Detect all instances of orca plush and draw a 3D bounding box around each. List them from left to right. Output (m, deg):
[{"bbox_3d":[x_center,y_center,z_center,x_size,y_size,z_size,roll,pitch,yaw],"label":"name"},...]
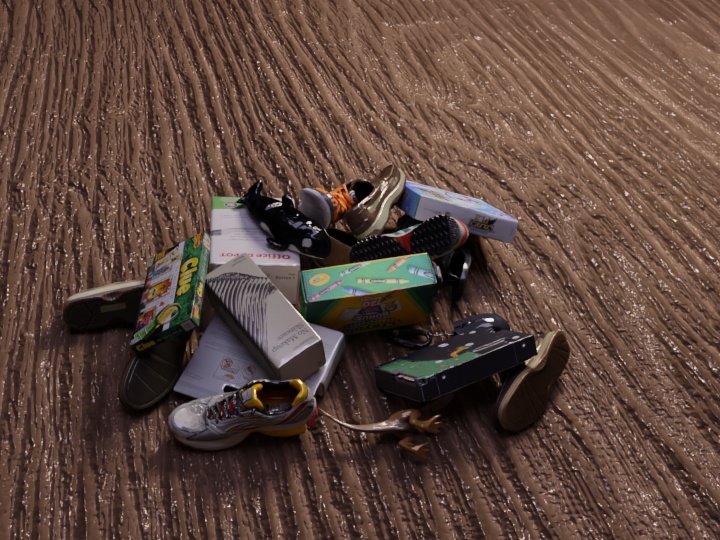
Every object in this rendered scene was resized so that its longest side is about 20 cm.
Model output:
[{"bbox_3d":[-0.118,-0.099,1.502,0.104,0.072,0.200,-11,42,-32],"label":"orca plush"}]

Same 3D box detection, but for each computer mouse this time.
[{"bbox_3d":[0.140,0.091,1.453,0.198,0.034,0.059,-5,38,-13],"label":"computer mouse"}]

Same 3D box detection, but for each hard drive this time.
[{"bbox_3d":[0.136,0.132,1.335,0.199,0.038,0.139,-17,9,-26],"label":"hard drive"}]

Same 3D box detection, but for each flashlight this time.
[{"bbox_3d":[0.093,-0.031,1.564,0.068,0.068,0.201,33,27,-25],"label":"flashlight"}]

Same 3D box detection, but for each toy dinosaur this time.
[{"bbox_3d":[0.053,0.213,1.271,0.198,0.061,0.106,-8,18,-31],"label":"toy dinosaur"}]

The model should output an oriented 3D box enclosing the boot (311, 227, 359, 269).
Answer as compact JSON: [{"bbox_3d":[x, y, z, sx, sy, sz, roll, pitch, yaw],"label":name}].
[{"bbox_3d":[0.000,0.000,1.523,0.199,0.076,0.073,32,39,27],"label":"boot"}]

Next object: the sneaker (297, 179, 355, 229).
[{"bbox_3d":[-0.043,-0.121,1.589,0.111,0.078,0.200,-27,4,-11],"label":"sneaker"}]

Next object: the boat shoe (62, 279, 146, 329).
[{"bbox_3d":[-0.355,0.041,1.432,0.198,0.072,0.076,-2,21,-13],"label":"boat shoe"}]

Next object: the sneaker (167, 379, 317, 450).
[{"bbox_3d":[-0.158,0.180,1.234,0.198,0.083,0.078,-11,53,-6],"label":"sneaker"}]

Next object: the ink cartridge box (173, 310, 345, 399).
[{"bbox_3d":[-0.143,0.141,1.342,0.198,0.044,0.174,16,55,14],"label":"ink cartridge box"}]

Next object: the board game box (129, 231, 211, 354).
[{"bbox_3d":[-0.269,0.028,1.334,0.104,0.024,0.201,-23,36,14],"label":"board game box"}]

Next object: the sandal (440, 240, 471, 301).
[{"bbox_3d":[0.154,-0.012,1.563,0.047,0.076,0.201,12,27,-2],"label":"sandal"}]

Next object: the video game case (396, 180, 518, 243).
[{"bbox_3d":[0.156,-0.108,1.619,0.180,0.046,0.200,12,11,-15],"label":"video game case"}]

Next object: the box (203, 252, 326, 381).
[{"bbox_3d":[-0.138,0.071,1.326,0.082,0.069,0.200,-33,58,-20],"label":"box"}]

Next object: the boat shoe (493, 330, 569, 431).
[{"bbox_3d":[0.236,0.159,1.358,0.072,0.073,0.200,-5,32,42],"label":"boat shoe"}]

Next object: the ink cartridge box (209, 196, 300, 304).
[{"bbox_3d":[-0.177,-0.036,1.537,0.145,0.085,0.201,1,37,-8],"label":"ink cartridge box"}]

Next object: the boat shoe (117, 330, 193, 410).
[{"bbox_3d":[-0.295,0.120,1.336,0.068,0.072,0.201,-20,33,41],"label":"boat shoe"}]

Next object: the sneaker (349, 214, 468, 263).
[{"bbox_3d":[0.081,-0.033,1.469,0.198,0.071,0.093,-20,-11,27],"label":"sneaker"}]

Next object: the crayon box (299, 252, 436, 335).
[{"bbox_3d":[0.008,0.041,1.408,0.198,0.119,0.059,-9,59,-10],"label":"crayon box"}]

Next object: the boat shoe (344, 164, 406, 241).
[{"bbox_3d":[0.022,-0.131,1.562,0.075,0.075,0.203,44,33,-17],"label":"boat shoe"}]
